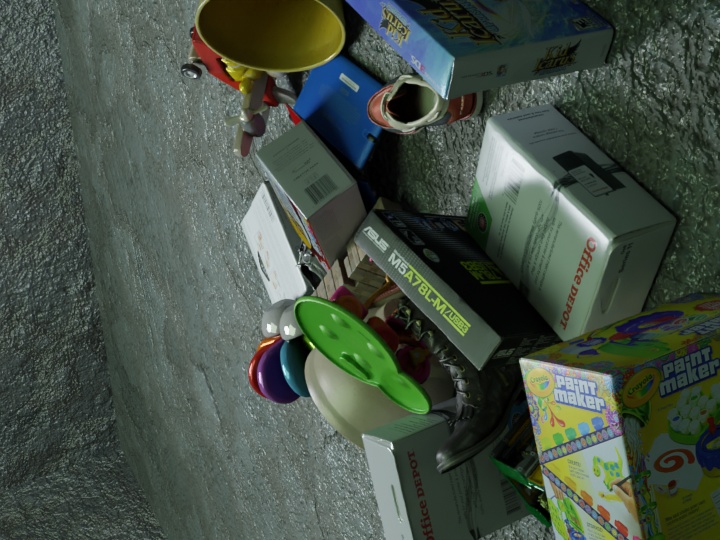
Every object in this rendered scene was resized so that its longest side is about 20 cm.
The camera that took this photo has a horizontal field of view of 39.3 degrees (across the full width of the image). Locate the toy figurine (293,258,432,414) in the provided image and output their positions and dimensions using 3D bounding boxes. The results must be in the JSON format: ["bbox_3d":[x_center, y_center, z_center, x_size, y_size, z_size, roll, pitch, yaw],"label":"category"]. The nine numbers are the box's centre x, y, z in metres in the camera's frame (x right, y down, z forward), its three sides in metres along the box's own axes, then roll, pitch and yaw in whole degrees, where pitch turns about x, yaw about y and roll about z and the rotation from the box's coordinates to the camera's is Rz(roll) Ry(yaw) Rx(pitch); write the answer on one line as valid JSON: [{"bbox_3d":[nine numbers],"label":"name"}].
[{"bbox_3d":[0.052,0.036,1.196,0.199,0.185,0.150,39,155,-1],"label":"toy figurine"}]

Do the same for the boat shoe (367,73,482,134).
[{"bbox_3d":[0.060,-0.195,1.183,0.199,0.062,0.072,9,106,58],"label":"boat shoe"}]

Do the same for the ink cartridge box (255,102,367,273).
[{"bbox_3d":[-0.066,-0.104,1.392,0.176,0.083,0.201,51,172,28],"label":"ink cartridge box"}]

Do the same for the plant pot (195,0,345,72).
[{"bbox_3d":[-0.114,-0.379,1.344,0.200,0.197,0.144,137,140,-62],"label":"plant pot"}]

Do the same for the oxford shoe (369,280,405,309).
[{"bbox_3d":[0.032,0.037,1.424,0.074,0.071,0.199,35,151,-20],"label":"oxford shoe"}]

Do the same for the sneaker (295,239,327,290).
[{"bbox_3d":[-0.065,-0.031,1.539,0.202,0.081,0.075,69,155,10],"label":"sneaker"}]

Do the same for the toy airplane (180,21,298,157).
[{"bbox_3d":[-0.151,-0.292,1.486,0.140,0.199,0.202,-2,115,35],"label":"toy airplane"}]

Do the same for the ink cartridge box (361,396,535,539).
[{"bbox_3d":[0.116,0.232,1.182,0.083,0.198,0.147,0,105,63],"label":"ink cartridge box"}]

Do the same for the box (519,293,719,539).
[{"bbox_3d":[0.260,0.140,0.827,0.122,0.198,0.196,4,108,64],"label":"box"}]

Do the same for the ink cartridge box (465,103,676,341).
[{"bbox_3d":[0.197,-0.044,0.984,0.201,0.082,0.148,54,148,38],"label":"ink cartridge box"}]

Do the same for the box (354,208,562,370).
[{"bbox_3d":[0.116,0.015,1.026,0.193,0.199,0.048,44,114,29],"label":"box"}]

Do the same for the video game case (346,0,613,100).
[{"bbox_3d":[0.104,-0.244,0.942,0.201,0.179,0.046,52,148,37],"label":"video game case"}]

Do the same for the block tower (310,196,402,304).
[{"bbox_3d":[0.000,0.000,1.357,0.201,0.053,0.058,-54,31,30],"label":"block tower"}]

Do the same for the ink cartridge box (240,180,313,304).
[{"bbox_3d":[-0.136,-0.033,1.735,0.202,0.043,0.174,67,155,12],"label":"ink cartridge box"}]

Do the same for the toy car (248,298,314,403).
[{"bbox_3d":[-0.107,0.149,1.628,0.177,0.149,0.199,62,157,-13],"label":"toy car"}]

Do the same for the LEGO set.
[{"bbox_3d":[0.241,0.210,1.061,0.154,0.116,0.200,49,165,-17],"label":"LEGO set"}]

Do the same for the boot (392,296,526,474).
[{"bbox_3d":[0.100,0.102,1.102,0.174,0.200,0.069,45,152,6],"label":"boot"}]

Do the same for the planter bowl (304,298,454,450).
[{"bbox_3d":[0.045,0.124,1.311,0.135,0.199,0.201,-52,53,27],"label":"planter bowl"}]

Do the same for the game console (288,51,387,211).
[{"bbox_3d":[-0.002,-0.185,1.394,0.200,0.117,0.172,45,112,45],"label":"game console"}]
